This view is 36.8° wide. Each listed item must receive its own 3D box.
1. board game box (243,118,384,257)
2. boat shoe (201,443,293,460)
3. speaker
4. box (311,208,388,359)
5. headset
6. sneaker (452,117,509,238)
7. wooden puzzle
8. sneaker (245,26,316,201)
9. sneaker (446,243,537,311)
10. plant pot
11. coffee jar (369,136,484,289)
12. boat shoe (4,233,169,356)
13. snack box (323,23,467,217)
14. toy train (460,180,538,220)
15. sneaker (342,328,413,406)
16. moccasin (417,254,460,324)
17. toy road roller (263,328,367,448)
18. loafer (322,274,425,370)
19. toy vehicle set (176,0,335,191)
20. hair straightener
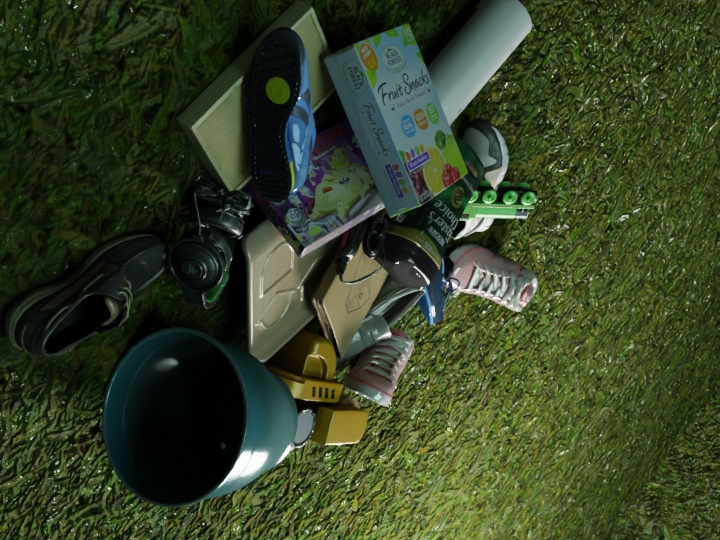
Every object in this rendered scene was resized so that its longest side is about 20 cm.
[{"bbox_3d":[-0.035,-0.109,1.318,0.199,0.120,0.032,-33,164,-35],"label":"board game box"},{"bbox_3d":[-0.173,0.251,1.471,0.199,0.075,0.069,0,125,-48],"label":"boat shoe"},{"bbox_3d":[0.142,-0.280,1.448,0.200,0.081,0.081,-50,146,-13],"label":"speaker"},{"bbox_3d":[0.000,0.000,1.479,0.201,0.021,0.164,-62,157,-25],"label":"box"},{"bbox_3d":[-0.156,-0.036,1.206,0.201,0.093,0.124,91,15,-59],"label":"headset"},{"bbox_3d":[0.166,-0.130,1.609,0.080,0.073,0.202,-29,136,-35],"label":"sneaker"},{"bbox_3d":[-0.091,-0.009,1.367,0.185,0.046,0.201,-43,147,-37],"label":"wooden puzzle"},{"bbox_3d":[-0.083,-0.179,1.206,0.078,0.065,0.202,-49,149,-53],"label":"sneaker"},{"bbox_3d":[0.218,0.014,1.753,0.199,0.104,0.076,4,114,-53],"label":"sneaker"},{"bbox_3d":[-0.174,0.177,1.304,0.201,0.199,0.188,-62,154,5],"label":"plant pot"},{"bbox_3d":[0.088,-0.080,1.464,0.104,0.085,0.201,42,69,-50],"label":"coffee jar"},{"bbox_3d":[-0.276,0.033,1.147,0.200,0.073,0.075,-38,142,-30],"label":"boat shoe"},{"bbox_3d":[0.046,-0.183,1.302,0.142,0.053,0.202,-36,105,-54],"label":"snack box"},{"bbox_3d":[0.162,-0.101,1.571,0.198,0.042,0.057,2,122,-13],"label":"toy train"},{"bbox_3d":[0.029,0.134,1.596,0.200,0.075,0.105,-7,122,-86],"label":"sneaker"},{"bbox_3d":[0.114,0.003,1.629,0.068,0.081,0.201,-24,139,-12],"label":"moccasin"},{"bbox_3d":[-0.074,0.155,1.478,0.199,0.122,0.147,15,92,-56],"label":"toy road roller"},{"bbox_3d":[0.013,0.076,1.572,0.200,0.070,0.070,-47,146,-17],"label":"loafer"},{"bbox_3d":[-0.109,-0.194,1.230,0.200,0.026,0.125,-48,146,-16],"label":"toy vehicle set"},{"bbox_3d":[0.016,-0.070,1.390,0.041,0.076,0.202,59,43,-53],"label":"hair straightener"}]
